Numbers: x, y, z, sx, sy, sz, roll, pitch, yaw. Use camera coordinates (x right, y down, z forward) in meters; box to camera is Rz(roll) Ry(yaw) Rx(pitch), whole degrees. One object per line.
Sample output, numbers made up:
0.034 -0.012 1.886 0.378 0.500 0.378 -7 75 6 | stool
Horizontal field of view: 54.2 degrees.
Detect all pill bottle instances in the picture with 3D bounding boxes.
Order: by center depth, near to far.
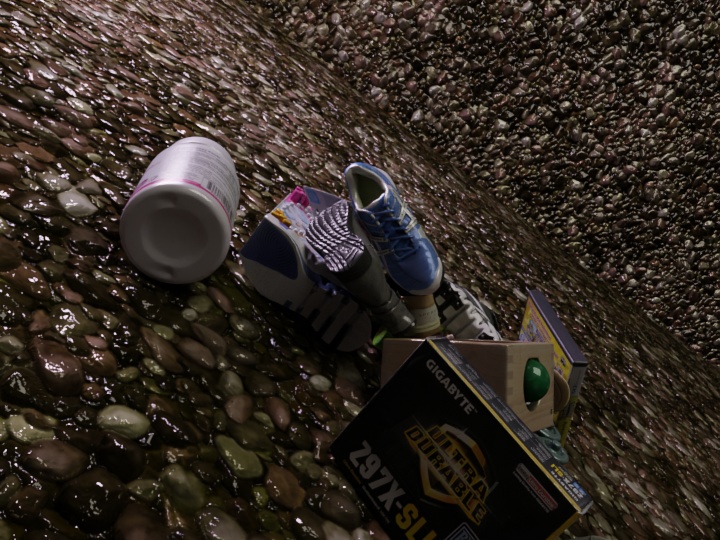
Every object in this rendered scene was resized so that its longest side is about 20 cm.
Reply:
-0.197 -0.078 0.801 0.113 0.114 0.200 32 20 -19 | pill bottle

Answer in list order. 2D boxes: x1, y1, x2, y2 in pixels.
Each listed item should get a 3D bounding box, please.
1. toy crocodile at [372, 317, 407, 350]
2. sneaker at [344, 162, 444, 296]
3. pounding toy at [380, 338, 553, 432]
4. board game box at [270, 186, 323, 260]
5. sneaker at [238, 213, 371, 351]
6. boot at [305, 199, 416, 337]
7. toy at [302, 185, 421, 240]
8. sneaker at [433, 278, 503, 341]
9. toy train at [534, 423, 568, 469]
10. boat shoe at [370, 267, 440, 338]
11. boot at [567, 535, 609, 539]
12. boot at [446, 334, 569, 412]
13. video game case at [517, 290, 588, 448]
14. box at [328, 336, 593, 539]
0.062 0.080 1.003 0.067 0.062 0.200 35 19 -12 | toy crocodile
0.035 -0.053 0.892 0.201 0.076 0.077 58 13 21 | sneaker
0.138 0.152 0.804 0.199 0.143 0.184 -1 -5 33 | pounding toy
-0.051 -0.051 1.147 0.200 0.026 0.200 37 19 -6 | board game box
-0.062 0.017 0.914 0.199 0.081 0.115 43 12 1 | sneaker
0.000 0.000 0.880 0.131 0.068 0.200 52 7 -29 | boot
0.002 -0.044 1.001 0.199 0.047 0.115 19 -31 28 | toy
0.165 0.093 0.958 0.090 0.066 0.201 -3 55 -57 | sneaker
0.196 0.234 0.886 0.114 0.086 0.200 28 20 -4 | toy train
0.039 0.029 0.971 0.074 0.067 0.200 -18 26 -33 | boat shoe
0.214 0.311 0.739 0.181 0.073 0.200 18 3 17 | boot
0.227 0.157 1.034 0.199 0.072 0.154 19 -6 34 | boot
0.279 0.157 1.073 0.025 0.182 0.200 2 27 -7 | video game case
0.084 0.187 0.650 0.200 0.160 0.049 49 22 25 | box
